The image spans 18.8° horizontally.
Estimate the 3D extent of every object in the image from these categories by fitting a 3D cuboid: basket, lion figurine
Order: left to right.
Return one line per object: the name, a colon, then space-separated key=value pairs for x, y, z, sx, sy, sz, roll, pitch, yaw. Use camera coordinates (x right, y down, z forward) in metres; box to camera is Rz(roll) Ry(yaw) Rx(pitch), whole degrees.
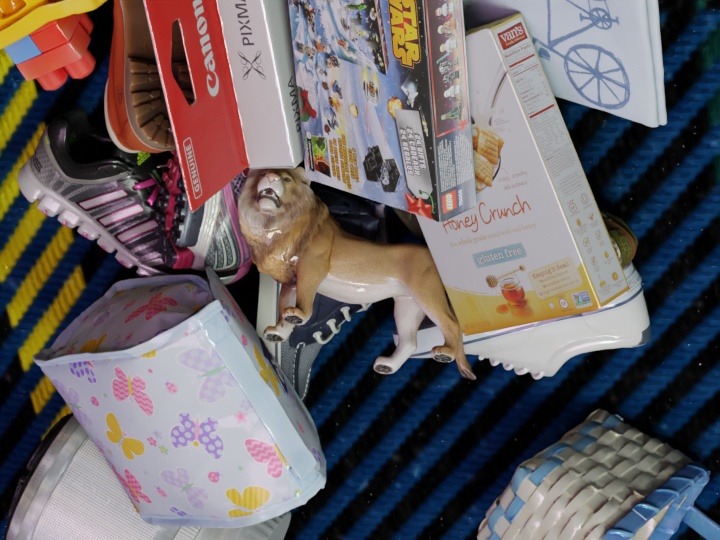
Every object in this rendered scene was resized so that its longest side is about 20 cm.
lion figurine: x=0.000 y=0.000 z=1.564 sx=0.198 sy=0.123 sz=0.073 roll=19 pitch=150 yaw=-11
basket: x=0.202 y=0.210 z=1.590 sx=0.200 sy=0.176 sz=0.140 roll=39 pitch=128 yaw=24

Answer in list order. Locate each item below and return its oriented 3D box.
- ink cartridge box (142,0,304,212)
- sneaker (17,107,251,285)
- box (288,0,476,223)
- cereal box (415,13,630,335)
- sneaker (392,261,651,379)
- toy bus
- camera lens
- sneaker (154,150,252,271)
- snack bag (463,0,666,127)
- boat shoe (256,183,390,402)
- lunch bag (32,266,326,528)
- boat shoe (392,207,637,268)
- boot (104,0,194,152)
ink cartridge box: x=-0.080 y=-0.164 z=1.504 sx=0.044 sy=0.176 sz=0.202 roll=0 pitch=114 yaw=25
sneaker: x=-0.169 y=-0.059 z=1.670 sx=0.199 sy=0.074 sz=0.088 roll=28 pitch=126 yaw=10
box: x=0.012 y=-0.144 z=1.455 sx=0.136 sy=0.040 sz=0.202 roll=21 pitch=125 yaw=44
cereal box: x=0.089 y=-0.062 z=1.478 sx=0.143 sy=0.039 sz=0.201 roll=-15 pitch=101 yaw=52
sneaker: x=0.118 y=0.047 z=1.596 sx=0.199 sy=0.073 sz=0.071 roll=-12 pitch=108 yaw=29
toy bus: x=-0.239 y=-0.230 z=1.585 sx=0.199 sy=0.136 sz=0.192 roll=-22 pitch=119 yaw=30
camera lens: x=-0.176 y=0.209 z=1.766 sx=0.199 sy=0.160 sz=0.161 roll=29 pitch=125 yaw=7
sneaker: x=-0.101 y=-0.100 z=1.613 sx=0.074 sy=0.081 sz=0.202 roll=4 pitch=105 yaw=-24
snack bag: x=0.105 y=-0.188 z=1.418 sx=0.199 sy=0.021 sz=0.190 roll=19 pitch=142 yaw=30
boat shoe: x=-0.027 y=0.028 z=1.653 sx=0.092 sy=0.075 sz=0.202 roll=8 pitch=123 yaw=11
lunch bag: x=-0.118 y=0.094 z=1.604 sx=0.199 sy=0.127 sz=0.170 roll=-7 pitch=121 yaw=56
boat shoe: x=0.106 y=-0.038 z=1.561 sx=0.199 sy=0.068 sz=0.072 roll=31 pitch=137 yaw=29
boot: x=-0.154 y=-0.182 z=1.579 sx=0.107 sy=0.074 sz=0.202 roll=166 pitch=107 yaw=-68
